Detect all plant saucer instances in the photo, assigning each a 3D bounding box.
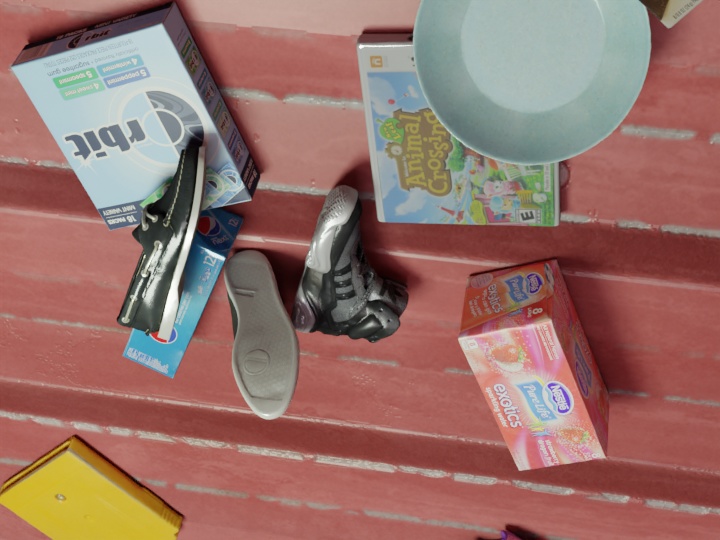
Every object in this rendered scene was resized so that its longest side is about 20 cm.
[{"bbox_3d":[0.144,-0.192,1.035,0.198,0.039,0.204,4,111,10],"label":"plant saucer"}]

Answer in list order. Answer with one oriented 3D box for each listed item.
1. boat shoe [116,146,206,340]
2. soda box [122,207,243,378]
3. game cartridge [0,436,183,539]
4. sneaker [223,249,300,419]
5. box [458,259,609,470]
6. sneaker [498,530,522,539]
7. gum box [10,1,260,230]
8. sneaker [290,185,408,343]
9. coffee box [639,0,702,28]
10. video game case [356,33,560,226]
[{"bbox_3d":[-0.190,-0.027,1.171,0.059,0.076,0.203,13,109,-8],"label":"boat shoe"},{"bbox_3d":[-0.190,0.020,1.299,0.063,0.068,0.201,25,131,-6],"label":"soda box"},{"bbox_3d":[-0.355,0.316,1.620,0.175,0.033,0.200,-32,119,33],"label":"game cartridge"},{"bbox_3d":[-0.095,0.083,1.263,0.070,0.202,0.100,-14,141,-2],"label":"sneaker"},{"bbox_3d":[0.182,0.100,1.260,0.101,0.095,0.201,-11,126,21],"label":"box"},{"bbox_3d":[0.147,0.386,1.531,0.088,0.081,0.200,41,122,-13],"label":"sneaker"},{"bbox_3d":[-0.213,-0.142,1.183,0.168,0.045,0.201,-10,128,20],"label":"gum box"},{"bbox_3d":[0.000,0.000,1.236,0.112,0.076,0.201,17,137,-2],"label":"sneaker"},{"bbox_3d":[0.206,-0.298,0.924,0.199,0.080,0.113,36,129,-18],"label":"coffee box"},{"bbox_3d":[0.095,-0.127,1.137,0.179,0.022,0.202,2,130,12],"label":"video game case"}]
